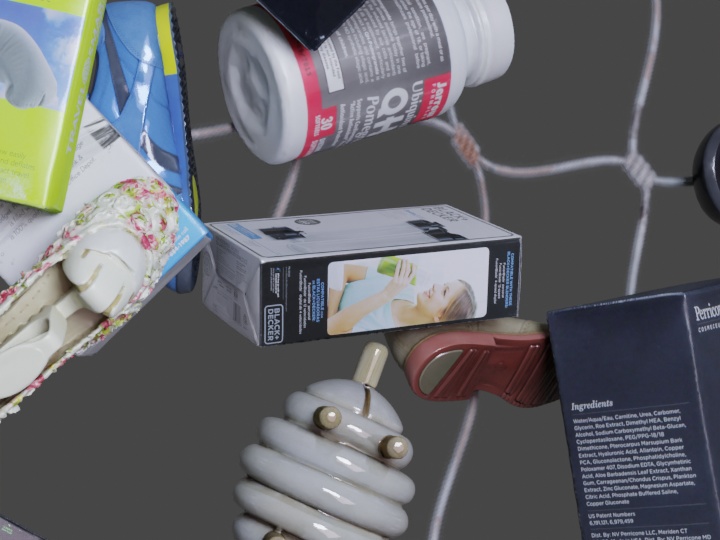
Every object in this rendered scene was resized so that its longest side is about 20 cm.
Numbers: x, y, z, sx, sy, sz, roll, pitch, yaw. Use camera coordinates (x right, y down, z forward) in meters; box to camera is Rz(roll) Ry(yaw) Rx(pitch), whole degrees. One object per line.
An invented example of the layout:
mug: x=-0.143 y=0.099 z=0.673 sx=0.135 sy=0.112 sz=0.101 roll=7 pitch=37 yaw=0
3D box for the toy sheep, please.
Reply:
toy sheep: x=-0.022 y=0.144 z=1.035 sx=0.137 sy=0.138 sz=0.202 roll=30 pitch=82 yaw=-19

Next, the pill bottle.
pill bottle: x=0.007 y=-0.154 z=1.094 sx=0.198 sy=0.110 sz=0.112 roll=-19 pitch=92 yaw=-25

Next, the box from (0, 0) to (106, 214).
box: x=-0.221 y=-0.145 z=0.925 sx=0.120 sy=0.048 sz=0.203 roll=11 pitch=87 yaw=0

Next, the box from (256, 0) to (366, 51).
box: x=0.012 y=-0.284 z=0.988 sx=0.123 sy=0.200 sz=0.199 roll=41 pitch=38 yaw=-13

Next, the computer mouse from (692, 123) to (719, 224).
computer mouse: x=0.339 y=-0.061 z=1.276 sx=0.199 sy=0.052 sz=0.140 roll=20 pitch=77 yaw=-33

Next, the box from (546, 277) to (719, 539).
box: x=0.247 y=0.112 z=1.133 sx=0.196 sy=0.116 sz=0.203 roll=-8 pitch=88 yaw=-53

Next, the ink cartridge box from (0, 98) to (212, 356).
ink cartridge box: x=-0.203 y=-0.057 z=0.979 sx=0.116 sy=0.068 sz=0.200 roll=-43 pitch=90 yaw=-3

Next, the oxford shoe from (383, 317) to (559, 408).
oxford shoe: x=0.102 y=0.053 z=1.140 sx=0.199 sy=0.075 sz=0.071 roll=9 pitch=121 yaw=-42

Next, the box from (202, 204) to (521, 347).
box: x=0.000 y=0.000 z=1.066 sx=0.198 sy=0.116 sz=0.061 roll=-5 pitch=106 yaw=-24

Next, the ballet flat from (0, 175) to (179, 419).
ballet flat: x=-0.176 y=0.027 z=0.902 sx=0.200 sy=0.064 sz=0.076 roll=-46 pitch=114 yaw=-9

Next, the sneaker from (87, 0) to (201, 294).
sneaker: x=-0.152 y=-0.082 z=1.045 sx=0.077 sy=0.066 sz=0.203 roll=-8 pitch=91 yaw=-3

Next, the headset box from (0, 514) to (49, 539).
headset box: x=-0.258 y=0.230 z=0.937 sx=0.199 sy=0.093 sz=0.175 roll=32 pitch=72 yaw=-19
